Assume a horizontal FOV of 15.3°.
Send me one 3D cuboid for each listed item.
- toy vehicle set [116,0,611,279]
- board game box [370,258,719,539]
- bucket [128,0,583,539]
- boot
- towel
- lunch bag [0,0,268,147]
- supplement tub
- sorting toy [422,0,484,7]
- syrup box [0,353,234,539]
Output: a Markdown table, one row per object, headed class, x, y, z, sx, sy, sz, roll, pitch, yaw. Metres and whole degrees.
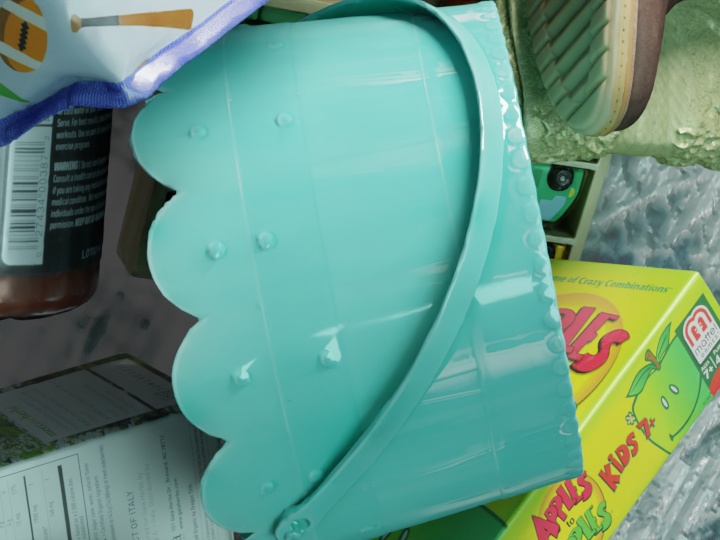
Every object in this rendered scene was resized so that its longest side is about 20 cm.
| class | x | y | z | sx | sy | sz | roll | pitch | yaw |
| --- | --- | --- | --- | --- | --- | --- | --- | --- | --- |
| toy vehicle set | 0.008 | -0.048 | 1.106 | 0.199 | 0.027 | 0.125 | 7 | 109 | -24 |
| board game box | 0.055 | 0.083 | 1.062 | 0.200 | 0.101 | 0.048 | -51 | 122 | -25 |
| bucket | 0.000 | 0.000 | 0.974 | 0.134 | 0.207 | 0.209 | -11 | 111 | 1 |
| boot | 0.153 | -0.135 | 1.062 | 0.165 | 0.072 | 0.202 | 13 | 69 | -23 |
| towel | 0.110 | -0.139 | 1.103 | 0.147 | 0.036 | 0.202 | 2 | 78 | -28 |
| lunch bag | -0.086 | -0.157 | 0.878 | 0.200 | 0.123 | 0.171 | -43 | 113 | -48 |
| supplement tub | -0.141 | -0.089 | 0.983 | 0.106 | 0.107 | 0.202 | -2 | 103 | -32 |
| sorting toy | 0.074 | -0.152 | 1.147 | 0.199 | 0.036 | 0.187 | -21 | 113 | -27 |
| syrup box | -0.155 | 0.102 | 1.039 | 0.199 | 0.079 | 0.082 | -17 | 111 | -29 |
